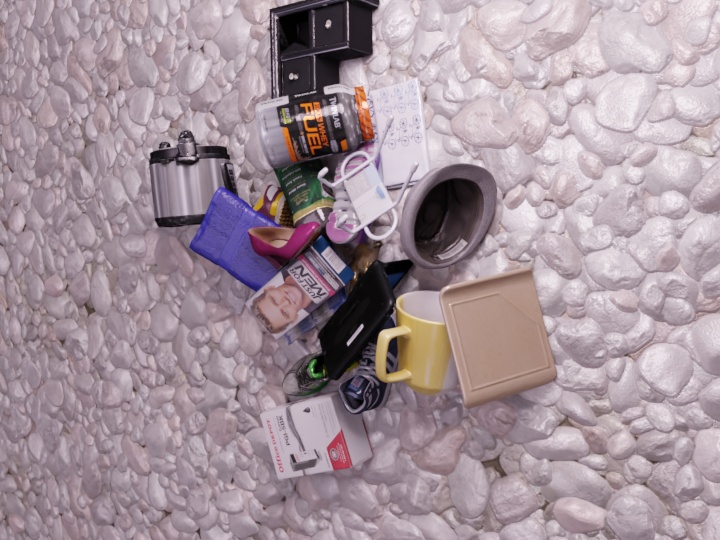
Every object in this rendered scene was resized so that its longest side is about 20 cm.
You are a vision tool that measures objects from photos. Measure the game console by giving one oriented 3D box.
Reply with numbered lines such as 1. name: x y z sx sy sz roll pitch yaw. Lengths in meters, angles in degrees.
1. game console: 0.024 0.086 1.326 0.200 0.116 0.176 -53 34 27

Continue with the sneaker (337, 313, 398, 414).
1. sneaker: 0.019 0.177 1.389 0.070 0.108 0.201 17 105 31

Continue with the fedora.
1. fedora: 0.136 -0.104 1.267 0.090 0.176 0.201 -130 44 -53

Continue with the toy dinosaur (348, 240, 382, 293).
1. toy dinosaur: 0.000 0.000 1.427 0.200 0.058 0.101 -31 66 48

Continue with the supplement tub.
1. supplement tub: -0.081 -0.263 1.334 0.199 0.123 0.123 -13 87 2

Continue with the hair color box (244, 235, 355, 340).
1. hair color box: -0.116 0.035 1.398 0.200 0.061 0.100 -39 94 30

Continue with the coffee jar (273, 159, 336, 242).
1. coffee jar: -0.101 -0.151 1.423 0.085 0.104 0.201 -28 72 19

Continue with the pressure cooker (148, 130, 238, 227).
1. pressure cooker: -0.358 -0.195 1.564 0.175 0.178 0.201 -3 94 38

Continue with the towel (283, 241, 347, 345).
1. towel: -0.103 0.046 1.482 0.200 0.024 0.147 -36 60 38

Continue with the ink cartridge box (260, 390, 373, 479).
1. ink cartridge box: -0.092 0.333 1.499 0.200 0.083 0.147 -20 85 34

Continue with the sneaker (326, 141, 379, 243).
1. sneaker: -0.001 -0.136 1.370 0.080 0.088 0.201 6 78 37

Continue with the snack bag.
1. snack bag: 0.036 -0.245 1.382 0.199 0.021 0.189 -6 93 35

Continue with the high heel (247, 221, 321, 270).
1. high heel: -0.145 -0.066 1.348 0.096 0.067 0.200 48 143 -6

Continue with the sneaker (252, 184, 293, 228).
1. sneaker: -0.198 -0.079 1.534 0.090 0.075 0.201 26 101 27

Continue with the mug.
1. mug: 0.111 0.131 1.294 0.186 0.149 0.154 2 110 -7

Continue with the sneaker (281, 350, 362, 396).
1. sneaker: -0.094 0.197 1.484 0.200 0.085 0.078 -36 75 33

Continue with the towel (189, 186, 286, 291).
1. towel: -0.229 -0.056 1.476 0.200 0.050 0.148 33 109 7

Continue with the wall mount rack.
1. wall mount rack: 0.021 -0.159 1.261 0.174 0.075 0.200 -34 55 16

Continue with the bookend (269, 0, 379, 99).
1. bookend: -0.068 -0.398 1.385 0.198 0.092 0.201 3 95 37

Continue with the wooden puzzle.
1. wooden puzzle: 0.224 0.108 1.212 0.037 0.184 0.201 -10 92 66
